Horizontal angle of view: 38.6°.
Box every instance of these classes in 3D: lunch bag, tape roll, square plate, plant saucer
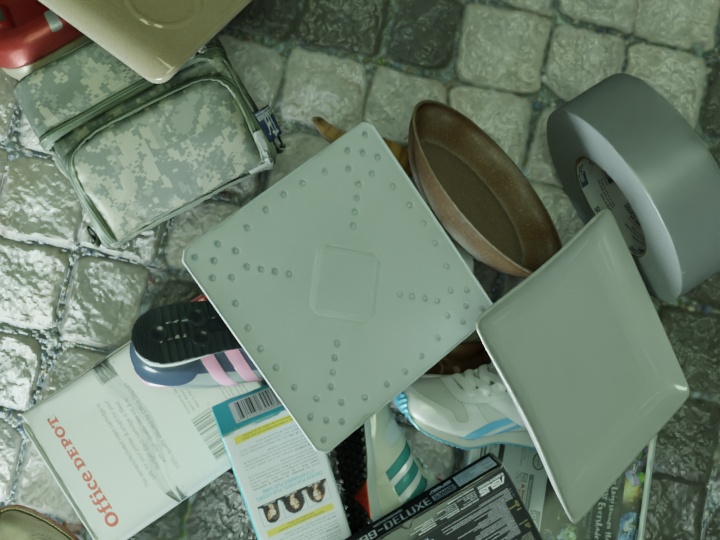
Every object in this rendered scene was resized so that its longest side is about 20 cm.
[{"bbox_3d":[-0.189,-0.132,0.946,0.199,0.139,0.169,-28,91,-5],"label":"lunch bag"},{"bbox_3d":[0.250,-0.074,0.924,0.066,0.200,0.201,-32,88,-5],"label":"tape roll"},{"bbox_3d":[0.194,0.079,0.896,0.198,0.028,0.201,-36,105,-32],"label":"square plate"},{"bbox_3d":[0.107,-0.067,0.940,0.037,0.200,0.201,-39,88,28],"label":"plant saucer"}]

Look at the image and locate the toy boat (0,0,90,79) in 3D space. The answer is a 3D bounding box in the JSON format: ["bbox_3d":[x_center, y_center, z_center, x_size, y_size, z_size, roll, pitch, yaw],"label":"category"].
[{"bbox_3d":[-0.275,-0.277,0.941,0.199,0.131,0.131,-32,44,-4],"label":"toy boat"}]

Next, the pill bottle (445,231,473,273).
[{"bbox_3d":[0.000,0.000,0.954,0.198,0.114,0.115,3,86,-2],"label":"pill bottle"}]

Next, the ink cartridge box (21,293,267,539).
[{"bbox_3d":[-0.185,0.138,0.953,0.199,0.083,0.148,-33,87,-4],"label":"ink cartridge box"}]

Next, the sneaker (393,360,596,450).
[{"bbox_3d":[0.121,0.110,0.916,0.198,0.077,0.081,7,114,-28],"label":"sneaker"}]

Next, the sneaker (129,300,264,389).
[{"bbox_3d":[-0.100,0.067,0.891,0.198,0.082,0.071,2,59,-15],"label":"sneaker"}]

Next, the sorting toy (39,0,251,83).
[{"bbox_3d":[-0.181,-0.270,0.886,0.184,0.037,0.201,36,62,3],"label":"sorting toy"}]

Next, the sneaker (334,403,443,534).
[{"bbox_3d":[0.035,0.192,0.968,0.093,0.070,0.202,-9,91,-26],"label":"sneaker"}]

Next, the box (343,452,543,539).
[{"bbox_3d":[0.073,0.282,0.908,0.199,0.050,0.159,-30,97,-5],"label":"box"}]

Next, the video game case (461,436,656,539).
[{"bbox_3d":[0.181,0.231,0.977,0.180,0.023,0.202,12,77,-1],"label":"video game case"}]

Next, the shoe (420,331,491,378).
[{"bbox_3d":[0.116,0.087,0.969,0.198,0.053,0.071,-5,68,-8],"label":"shoe"}]

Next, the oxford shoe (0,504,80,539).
[{"bbox_3d":[-0.273,0.298,0.942,0.070,0.075,0.200,-43,88,-3],"label":"oxford shoe"}]

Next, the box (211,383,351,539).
[{"bbox_3d":[-0.064,0.197,0.916,0.082,0.049,0.202,-20,120,-12],"label":"box"}]

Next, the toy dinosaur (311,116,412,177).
[{"bbox_3d":[0.004,-0.111,0.961,0.199,0.106,0.061,18,62,-35],"label":"toy dinosaur"}]

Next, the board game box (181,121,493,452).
[{"bbox_3d":[-0.016,0.012,0.859,0.199,0.026,0.201,-37,97,-17],"label":"board game box"}]
